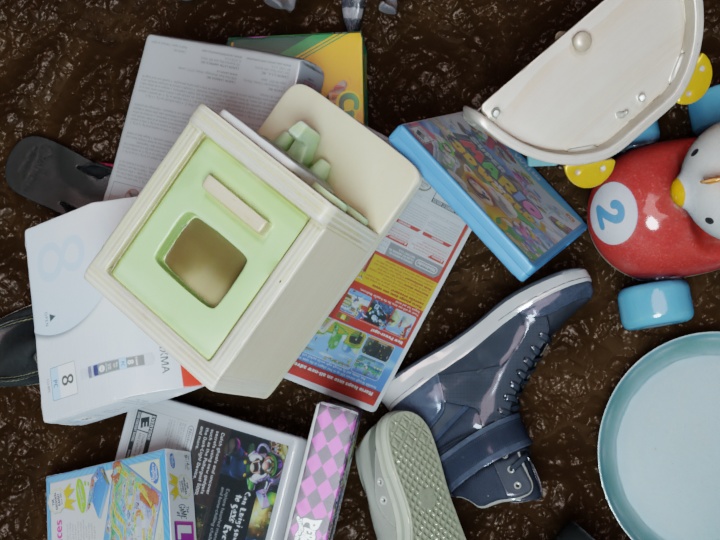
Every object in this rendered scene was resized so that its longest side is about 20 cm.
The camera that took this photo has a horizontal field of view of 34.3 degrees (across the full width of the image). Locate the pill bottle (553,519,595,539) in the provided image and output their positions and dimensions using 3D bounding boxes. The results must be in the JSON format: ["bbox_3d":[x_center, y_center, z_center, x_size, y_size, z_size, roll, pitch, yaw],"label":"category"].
[{"bbox_3d":[0.134,0.300,0.917,0.112,0.112,0.200,40,88,7],"label":"pill bottle"}]

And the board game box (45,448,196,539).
[{"bbox_3d":[-0.191,0.256,0.939,0.133,0.034,0.202,-16,70,27],"label":"board game box"}]

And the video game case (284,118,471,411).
[{"bbox_3d":[0.000,0.000,0.910,0.142,0.017,0.201,24,97,-31],"label":"video game case"}]

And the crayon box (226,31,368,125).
[{"bbox_3d":[-0.051,-0.097,1.001,0.117,0.058,0.203,-2,84,4],"label":"crayon box"}]

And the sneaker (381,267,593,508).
[{"bbox_3d":[0.133,0.104,0.950,0.202,0.077,0.147,-36,71,9],"label":"sneaker"}]

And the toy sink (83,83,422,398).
[{"bbox_3d":[-0.071,-0.032,0.807,0.130,0.112,0.201,38,94,19],"label":"toy sink"}]

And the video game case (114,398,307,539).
[{"bbox_3d":[-0.141,0.215,0.953,0.180,0.023,0.202,11,83,33],"label":"video game case"}]

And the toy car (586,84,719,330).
[{"bbox_3d":[0.271,-0.062,0.904,0.175,0.200,0.187,-10,82,3],"label":"toy car"}]

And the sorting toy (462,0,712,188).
[{"bbox_3d":[0.172,-0.155,0.936,0.200,0.180,0.107,-40,105,0],"label":"sorting toy"}]

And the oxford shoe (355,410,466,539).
[{"bbox_3d":[0.041,0.211,0.909,0.075,0.058,0.202,1,68,-39],"label":"oxford shoe"}]

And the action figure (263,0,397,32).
[{"bbox_3d":[-0.027,-0.313,1.026,0.198,0.104,0.196,4,76,32],"label":"action figure"}]

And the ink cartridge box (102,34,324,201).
[{"bbox_3d":[-0.128,-0.084,0.955,0.161,0.057,0.202,15,93,29],"label":"ink cartridge box"}]

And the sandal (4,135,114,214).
[{"bbox_3d":[-0.223,-0.062,1.016,0.198,0.045,0.076,21,84,6],"label":"sandal"}]

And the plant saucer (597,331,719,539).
[{"bbox_3d":[0.294,0.152,0.966,0.198,0.027,0.203,-1,83,4],"label":"plant saucer"}]

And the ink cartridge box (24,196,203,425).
[{"bbox_3d":[-0.167,0.018,0.901,0.198,0.047,0.162,-19,71,26],"label":"ink cartridge box"}]

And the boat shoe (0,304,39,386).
[{"bbox_3d":[-0.251,0.052,0.996,0.198,0.068,0.073,-13,82,5],"label":"boat shoe"}]

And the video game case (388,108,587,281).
[{"bbox_3d":[0.107,-0.067,0.922,0.143,0.200,0.018,47,113,7],"label":"video game case"}]

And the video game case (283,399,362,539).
[{"bbox_3d":[-0.038,0.202,0.905,0.035,0.181,0.202,13,84,2],"label":"video game case"}]
